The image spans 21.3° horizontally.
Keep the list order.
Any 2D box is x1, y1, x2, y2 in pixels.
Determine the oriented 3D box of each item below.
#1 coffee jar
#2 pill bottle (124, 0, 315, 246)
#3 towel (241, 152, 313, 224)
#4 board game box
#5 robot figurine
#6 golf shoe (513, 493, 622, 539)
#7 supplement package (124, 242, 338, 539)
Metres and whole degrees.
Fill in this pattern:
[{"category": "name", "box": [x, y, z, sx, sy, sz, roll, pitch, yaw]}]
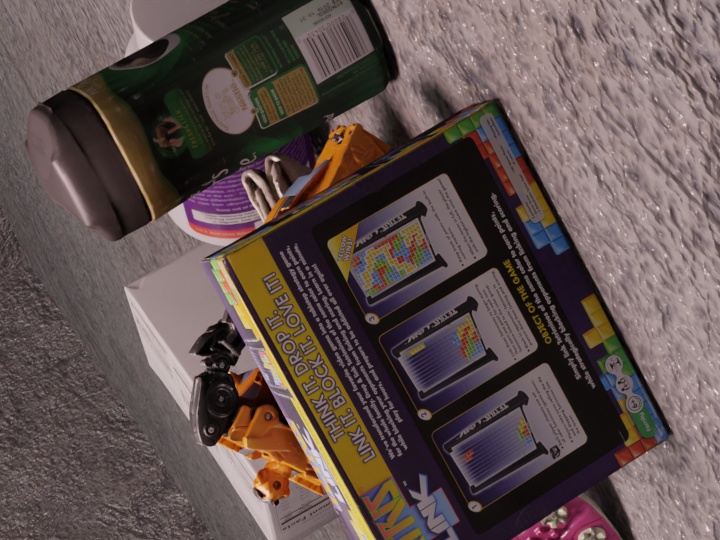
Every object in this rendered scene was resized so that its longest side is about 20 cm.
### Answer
[{"category": "coffee jar", "box": [-0.090, -0.094, 1.081, 0.085, 0.200, 0.104, 64, 167, -18]}, {"category": "pill bottle", "box": [-0.093, -0.113, 1.250, 0.111, 0.111, 0.200, 52, 165, 29]}, {"category": "towel", "box": [0.000, 0.000, 1.162, 0.133, 0.034, 0.200, 63, -166, 13]}, {"category": "board game box", "box": [0.039, 0.041, 0.973, 0.200, 0.165, 0.057, 62, 167, -7]}, {"category": "robot figurine", "box": [-0.011, 0.032, 1.022, 0.145, 0.200, 0.058, 30, 169, -21]}, {"category": "golf shoe", "box": [0.082, 0.125, 1.144, 0.200, 0.075, 0.092, 35, -155, -24]}, {"category": "supplement package", "box": [-0.051, 0.071, 1.396, 0.200, 0.156, 0.111, 52, 163, 31]}]
